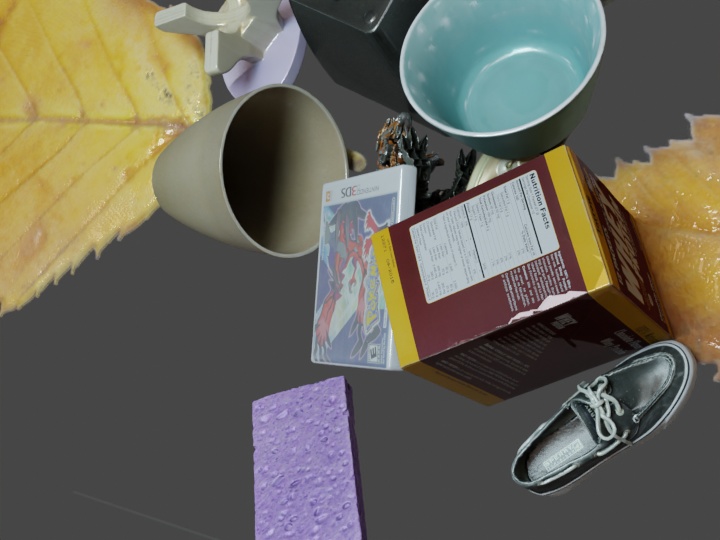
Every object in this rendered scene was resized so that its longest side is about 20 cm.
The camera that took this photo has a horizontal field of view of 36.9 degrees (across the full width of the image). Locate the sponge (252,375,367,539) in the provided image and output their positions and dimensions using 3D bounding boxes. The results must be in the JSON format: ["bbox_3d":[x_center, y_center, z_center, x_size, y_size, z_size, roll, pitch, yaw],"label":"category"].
[{"bbox_3d":[-0.055,0.209,1.111,0.110,0.030,0.201,-17,49,11],"label":"sponge"}]

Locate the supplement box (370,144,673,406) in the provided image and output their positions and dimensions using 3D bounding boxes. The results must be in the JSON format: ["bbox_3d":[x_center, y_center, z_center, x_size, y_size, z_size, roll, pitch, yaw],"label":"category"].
[{"bbox_3d":[0.151,0.016,0.993,0.199,0.197,0.134,-24,63,23],"label":"supplement box"}]

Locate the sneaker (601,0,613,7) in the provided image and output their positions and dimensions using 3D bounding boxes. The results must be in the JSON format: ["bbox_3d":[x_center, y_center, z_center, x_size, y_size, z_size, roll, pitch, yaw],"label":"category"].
[{"bbox_3d":[0.199,-0.284,1.110,0.199,0.111,0.077,-39,59,15],"label":"sneaker"}]

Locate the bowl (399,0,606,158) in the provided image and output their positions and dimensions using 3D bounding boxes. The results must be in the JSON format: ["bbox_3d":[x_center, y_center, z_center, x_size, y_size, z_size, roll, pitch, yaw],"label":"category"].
[{"bbox_3d":[0.147,-0.190,1.050,0.199,0.105,0.203,-10,62,19],"label":"bowl"}]

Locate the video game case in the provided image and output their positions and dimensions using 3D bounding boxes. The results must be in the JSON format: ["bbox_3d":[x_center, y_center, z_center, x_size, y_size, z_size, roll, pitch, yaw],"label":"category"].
[{"bbox_3d":[0.000,0.000,1.124,0.182,0.023,0.203,-4,81,63],"label":"video game case"}]

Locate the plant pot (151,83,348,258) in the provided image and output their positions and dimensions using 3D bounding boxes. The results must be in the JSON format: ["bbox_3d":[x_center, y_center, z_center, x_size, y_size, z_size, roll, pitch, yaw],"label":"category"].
[{"bbox_3d":[-0.147,-0.110,1.242,0.199,0.186,0.189,1,75,45],"label":"plant pot"}]

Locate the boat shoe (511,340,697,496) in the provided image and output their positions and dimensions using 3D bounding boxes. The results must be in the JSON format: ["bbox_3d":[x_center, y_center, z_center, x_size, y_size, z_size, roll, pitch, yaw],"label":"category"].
[{"bbox_3d":[0.220,0.133,0.992,0.199,0.068,0.074,-38,60,16],"label":"boat shoe"}]

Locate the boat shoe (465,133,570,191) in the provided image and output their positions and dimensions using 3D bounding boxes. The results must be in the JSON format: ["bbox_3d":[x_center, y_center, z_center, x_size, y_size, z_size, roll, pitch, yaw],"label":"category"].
[{"bbox_3d":[0.166,-0.104,1.101,0.065,0.072,0.201,23,82,35],"label":"boat shoe"}]

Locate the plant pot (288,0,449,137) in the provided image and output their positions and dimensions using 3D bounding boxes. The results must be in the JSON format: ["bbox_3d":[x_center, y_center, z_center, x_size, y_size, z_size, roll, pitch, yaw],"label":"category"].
[{"bbox_3d":[0.041,-0.298,1.172,0.199,0.177,0.201,31,91,34],"label":"plant pot"}]

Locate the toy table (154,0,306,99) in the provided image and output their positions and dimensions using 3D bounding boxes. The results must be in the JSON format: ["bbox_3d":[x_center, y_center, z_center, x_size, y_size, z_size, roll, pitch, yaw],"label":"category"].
[{"bbox_3d":[-0.148,-0.311,1.328,0.182,0.117,0.202,-22,66,24],"label":"toy table"}]

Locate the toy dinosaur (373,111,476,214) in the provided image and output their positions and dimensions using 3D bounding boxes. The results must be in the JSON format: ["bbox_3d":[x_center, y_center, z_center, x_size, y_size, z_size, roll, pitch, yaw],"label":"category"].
[{"bbox_3d":[0.058,-0.081,1.158,0.135,0.101,0.202,-34,70,50],"label":"toy dinosaur"}]
